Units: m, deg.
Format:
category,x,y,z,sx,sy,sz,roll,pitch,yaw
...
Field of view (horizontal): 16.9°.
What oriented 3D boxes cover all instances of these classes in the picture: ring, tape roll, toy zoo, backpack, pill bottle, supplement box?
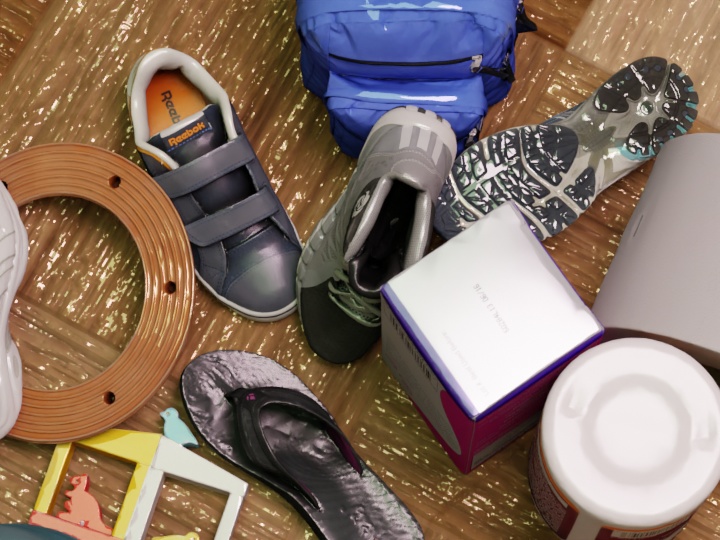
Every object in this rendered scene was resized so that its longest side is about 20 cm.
category,x,y,z,sx,sy,sz,roll,pitch,yaw
ring,-0.201,0.015,1.614,0.199,0.019,0.201,-3,81,16
tape roll,0.259,0.020,1.536,0.202,0.203,0.140,24,77,7
toy zoo,-0.156,0.186,1.593,0.131,0.020,0.201,17,77,5
backpack,0.036,-0.166,1.588,0.162,0.200,0.169,-3,75,-1
pill bottle,0.163,0.118,1.513,0.114,0.200,0.115,0,76,0
supplement box,0.079,0.047,1.533,0.103,0.200,0.101,-33,78,-9

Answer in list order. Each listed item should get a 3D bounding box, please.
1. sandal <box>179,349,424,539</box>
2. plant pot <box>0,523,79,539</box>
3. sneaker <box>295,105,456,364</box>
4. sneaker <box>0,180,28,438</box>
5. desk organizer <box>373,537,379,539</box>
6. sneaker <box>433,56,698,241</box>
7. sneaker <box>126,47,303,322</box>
category,x,y,z,sx,sy,sz,roll,pitch,yaw
sandal,-0.033,0.120,1.586,0.200,0.048,0.075,43,66,7
plant pot,-0.243,0.243,1.471,0.199,0.188,0.201,-2,77,9
sneaker,0.000,0.000,1.541,0.075,0.201,0.116,18,33,-3
sneaker,-0.267,0.013,1.572,0.078,0.099,0.201,-11,79,18
desk organizer,0.000,0.275,1.521,0.072,0.077,0.201,27,84,-4
sneaker,0.132,-0.066,1.619,0.199,0.086,0.078,-27,85,-14
sneaker,-0.102,-0.059,1.626,0.078,0.079,0.200,-30,79,-7
